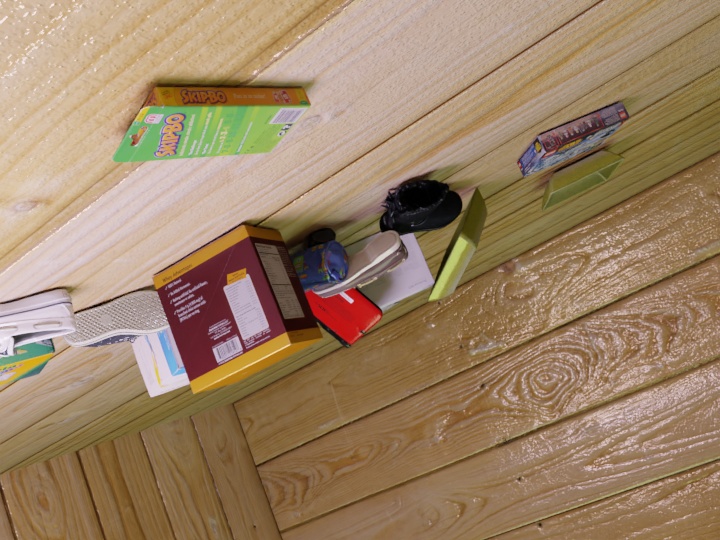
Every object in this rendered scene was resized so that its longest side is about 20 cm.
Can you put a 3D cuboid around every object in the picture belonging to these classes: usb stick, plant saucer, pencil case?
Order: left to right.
[{"bbox_3d":[-0.116,0.008,1.279,0.197,0.089,0.078,-18,144,29],"label":"pencil case"},{"bbox_3d":[-0.080,-0.040,1.358,0.054,0.033,0.200,-12,167,-9],"label":"usb stick"},{"bbox_3d":[0.222,-0.049,1.494,0.201,0.047,0.202,-63,175,-50],"label":"plant saucer"},{"bbox_3d":[0.556,-0.237,1.742,0.196,0.049,0.200,-26,170,5],"label":"plant saucer"}]

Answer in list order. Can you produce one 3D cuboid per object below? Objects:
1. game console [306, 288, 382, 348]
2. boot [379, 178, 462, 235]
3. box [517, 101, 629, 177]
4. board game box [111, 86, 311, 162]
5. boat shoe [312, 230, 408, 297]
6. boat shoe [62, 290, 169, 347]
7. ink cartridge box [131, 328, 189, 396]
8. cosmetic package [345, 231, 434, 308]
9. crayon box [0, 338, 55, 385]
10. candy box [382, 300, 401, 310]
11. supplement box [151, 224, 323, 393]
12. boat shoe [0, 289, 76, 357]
[{"bbox_3d":[-0.073,0.055,1.426,0.172,0.199,0.120,-41,-158,24],"label":"game console"},{"bbox_3d":[0.129,-0.128,1.297,0.194,0.075,0.163,-17,168,-15],"label":"boot"},{"bbox_3d":[0.431,-0.266,1.389,0.196,0.041,0.137,-23,170,-10],"label":"box"},{"bbox_3d":[-0.151,-0.149,0.694,0.198,0.030,0.095,-18,167,-45],"label":"board game box"},{"bbox_3d":[0.000,0.000,1.302,0.198,0.072,0.060,-32,130,8],"label":"boat shoe"},{"bbox_3d":[-0.397,0.084,1.147,0.196,0.076,0.062,-15,169,-15],"label":"boat shoe"},{"bbox_3d":[-0.335,0.130,1.300,0.145,0.147,0.199,-15,166,-38],"label":"ink cartridge box"},{"bbox_3d":[0.046,0.000,1.507,0.196,0.154,0.052,-23,169,-5],"label":"cosmetic package"},{"bbox_3d":[-0.587,0.143,1.040,0.197,0.059,0.118,-15,166,-42],"label":"crayon box"},{"bbox_3d":[0.007,0.120,2.211,0.197,0.073,0.167,-15,166,-39],"label":"candy box"},{"bbox_3d":[-0.202,0.063,1.120,0.194,0.204,0.132,-26,170,17],"label":"supplement box"},{"bbox_3d":[-0.498,0.087,0.943,0.196,0.068,0.074,-21,169,-20],"label":"boat shoe"}]
